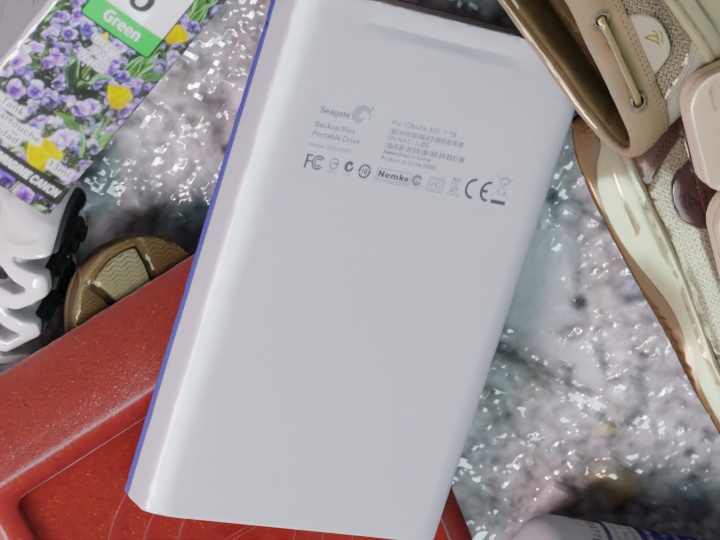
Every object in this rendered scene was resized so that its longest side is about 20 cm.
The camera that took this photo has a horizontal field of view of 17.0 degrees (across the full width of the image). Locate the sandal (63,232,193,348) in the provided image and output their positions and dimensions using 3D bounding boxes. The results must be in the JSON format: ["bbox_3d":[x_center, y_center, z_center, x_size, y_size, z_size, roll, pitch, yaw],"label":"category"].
[{"bbox_3d":[-0.088,0.073,0.967,0.080,0.054,0.200,-16,116,-25],"label":"sandal"}]

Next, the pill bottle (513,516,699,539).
[{"bbox_3d":[0.157,0.175,0.995,0.200,0.120,0.120,10,118,-9],"label":"pill bottle"}]

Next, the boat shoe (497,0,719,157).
[{"bbox_3d":[0.054,-0.124,0.844,0.200,0.071,0.065,45,78,-19],"label":"boat shoe"}]

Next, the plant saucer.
[{"bbox_3d":[-0.055,0.098,0.942,0.200,0.037,0.200,-32,122,-16],"label":"plant saucer"}]

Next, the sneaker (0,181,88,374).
[{"bbox_3d":[-0.165,0.046,0.946,0.081,0.075,0.200,16,112,0],"label":"sneaker"}]

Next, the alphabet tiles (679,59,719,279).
[{"bbox_3d":[0.213,-0.067,0.896,0.200,0.015,0.196,-25,119,-12],"label":"alphabet tiles"}]

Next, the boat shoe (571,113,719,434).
[{"bbox_3d":[0.155,0.010,0.942,0.072,0.072,0.200,-26,111,12],"label":"boat shoe"}]

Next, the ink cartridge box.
[{"bbox_3d":[-0.065,-0.124,0.829,0.050,0.109,0.200,35,112,-20],"label":"ink cartridge box"}]

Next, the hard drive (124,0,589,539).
[{"bbox_3d":[0.000,0.000,0.897,0.132,0.025,0.200,10,104,-34],"label":"hard drive"}]
